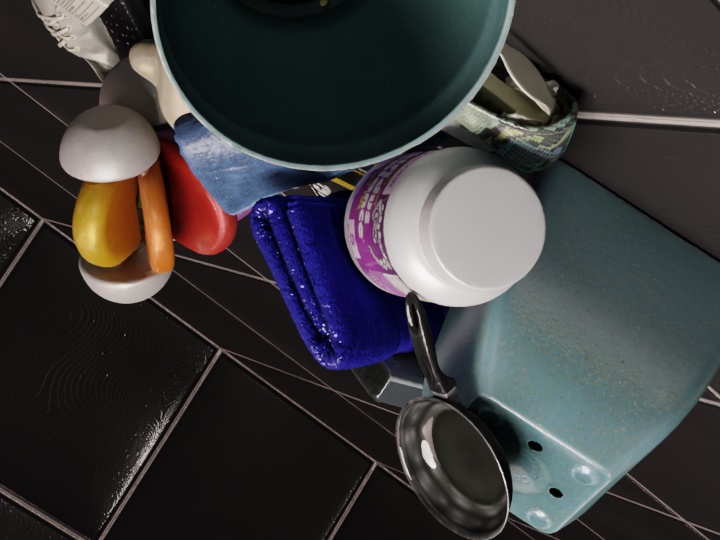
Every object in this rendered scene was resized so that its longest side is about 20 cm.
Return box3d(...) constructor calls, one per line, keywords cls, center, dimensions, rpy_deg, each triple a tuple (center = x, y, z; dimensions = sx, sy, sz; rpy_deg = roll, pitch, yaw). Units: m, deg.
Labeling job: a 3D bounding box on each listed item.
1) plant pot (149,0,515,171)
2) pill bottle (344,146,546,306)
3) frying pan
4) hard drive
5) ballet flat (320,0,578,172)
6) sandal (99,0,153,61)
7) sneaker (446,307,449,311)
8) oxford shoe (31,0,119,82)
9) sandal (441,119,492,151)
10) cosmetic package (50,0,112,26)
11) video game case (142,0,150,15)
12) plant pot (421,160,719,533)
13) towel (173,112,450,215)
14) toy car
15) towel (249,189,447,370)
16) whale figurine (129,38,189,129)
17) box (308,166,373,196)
box3d(cls="plant pot", center=(-0.026, -0.176, 0.922), dimensions=(0.200, 0.200, 0.134), rpy_deg=(38, -166, -29))
box3d(cls="pill bottle", center=(0.061, -0.032, 1.170), dimensions=(0.112, 0.113, 0.200), rpy_deg=(35, 174, -12))
box3d(cls="frying pan", center=(0.054, 0.107, 1.186), dimensions=(0.115, 0.031, 0.191), rpy_deg=(-20, 96, 55))
box3d(cls="hard drive", center=(0.060, 0.080, 1.408), dimensions=(0.199, 0.033, 0.140), rpy_deg=(17, -156, -39))
box3d(cls="ballet flat", center=(0.063, -0.145, 1.098), dimensions=(0.199, 0.075, 0.074), rpy_deg=(32, 169, -9))
box3d(cls="sandal", center=(-0.186, -0.208, 1.453), dimensions=(0.075, 0.048, 0.201), rpy_deg=(27, 155, 32))
box3d(cls="sneaker", center=(0.087, 0.013, 1.508), dimensions=(0.089, 0.068, 0.200), rpy_deg=(7, 154, -15))
box3d(cls="oxford shoe", center=(-0.280, -0.247, 1.582), dimensions=(0.075, 0.058, 0.200), rpy_deg=(25, 165, 44))
box3d(cls="sandal", center=(0.017, -0.139, 1.151), dimensions=(0.202, 0.083, 0.050), rpy_deg=(34, 131, -13))
box3d(cls="cosmetic package", center=(-0.266, -0.290, 1.279), dimensions=(0.199, 0.088, 0.103), rpy_deg=(35, 170, -17))
box3d(cls="video game case", center=(-0.189, -0.244, 1.442), dimensions=(0.199, 0.018, 0.143), rpy_deg=(23, 166, 40))
box3d(cls="plant pot", center=(0.156, 0.080, 1.260), dimensions=(0.196, 0.200, 0.196), rpy_deg=(32, 142, 0))
box3d(cls="towel", center=(-0.036, -0.106, 1.251), dimensions=(0.199, 0.049, 0.112), rpy_deg=(-15, 153, 11))
box3d(cls="toy car", center=(-0.159, -0.076, 1.393), dimensions=(0.149, 0.200, 0.176), rpy_deg=(8, 129, 14))
box3d(cls="towel", center=(0.000, 0.000, 1.301), dimensions=(0.148, 0.049, 0.200), rpy_deg=(63, -154, 9))
box3d(cls="whale figurine", center=(-0.108, -0.189, 1.297), dimensions=(0.158, 0.104, 0.201), rpy_deg=(-7, 130, 20))
box3d(cls="box", center=(0.034, -0.051, 1.583), dimensions=(0.159, 0.049, 0.200), rpy_deg=(28, 168, 28))
